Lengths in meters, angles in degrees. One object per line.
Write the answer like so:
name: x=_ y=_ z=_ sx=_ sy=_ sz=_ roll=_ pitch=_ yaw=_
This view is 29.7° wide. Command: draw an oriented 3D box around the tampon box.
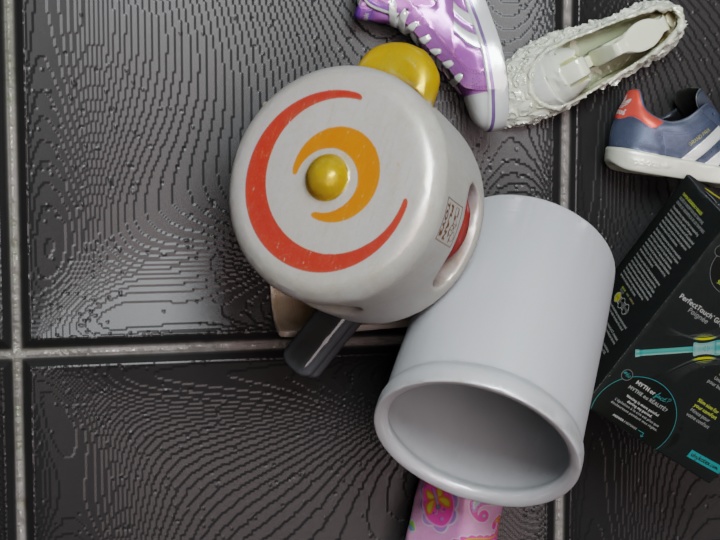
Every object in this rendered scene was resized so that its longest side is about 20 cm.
tampon box: x=0.299 y=0.050 z=1.194 sx=0.149 sy=0.127 sz=0.201 roll=32 pitch=107 yaw=-15

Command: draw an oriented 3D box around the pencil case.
pencil case: x=0.085 y=0.224 z=1.212 sx=0.086 sy=0.087 sz=0.203 roll=10 pitch=92 yaw=-14

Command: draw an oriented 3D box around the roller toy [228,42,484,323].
roller toy: x=-0.002 y=-0.059 z=1.049 sx=0.198 sy=0.140 sz=0.184 roll=-28 pitch=71 yaw=14

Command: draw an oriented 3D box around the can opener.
can opener: x=0.000 y=0.000 z=1.143 sx=0.066 sy=0.053 sz=0.201 roll=35 pitch=92 yaw=15

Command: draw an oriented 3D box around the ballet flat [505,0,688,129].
ballet flat: x=0.205 y=-0.191 z=1.208 sx=0.198 sy=0.072 sz=0.072 roll=-29 pitch=101 yaw=-9

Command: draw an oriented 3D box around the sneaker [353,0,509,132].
sneaker: x=0.056 y=-0.206 z=1.172 sx=0.113 sy=0.073 sz=0.203 roll=-18 pitch=89 yaw=-8

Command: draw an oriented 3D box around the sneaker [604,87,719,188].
sneaker: x=0.323 y=-0.120 z=1.239 sx=0.197 sy=0.075 sz=0.086 roll=8 pitch=94 yaw=-16

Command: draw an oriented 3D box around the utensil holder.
utensil holder: x=0.118 y=0.064 z=1.122 sx=0.169 sy=0.170 sz=0.201 roll=33 pitch=51 yaw=-14

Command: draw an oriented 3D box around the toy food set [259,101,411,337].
toy food set: x=-0.010 y=-0.048 z=1.172 sx=0.141 sy=0.060 sz=0.203 roll=-5 pitch=96 yaw=-13
